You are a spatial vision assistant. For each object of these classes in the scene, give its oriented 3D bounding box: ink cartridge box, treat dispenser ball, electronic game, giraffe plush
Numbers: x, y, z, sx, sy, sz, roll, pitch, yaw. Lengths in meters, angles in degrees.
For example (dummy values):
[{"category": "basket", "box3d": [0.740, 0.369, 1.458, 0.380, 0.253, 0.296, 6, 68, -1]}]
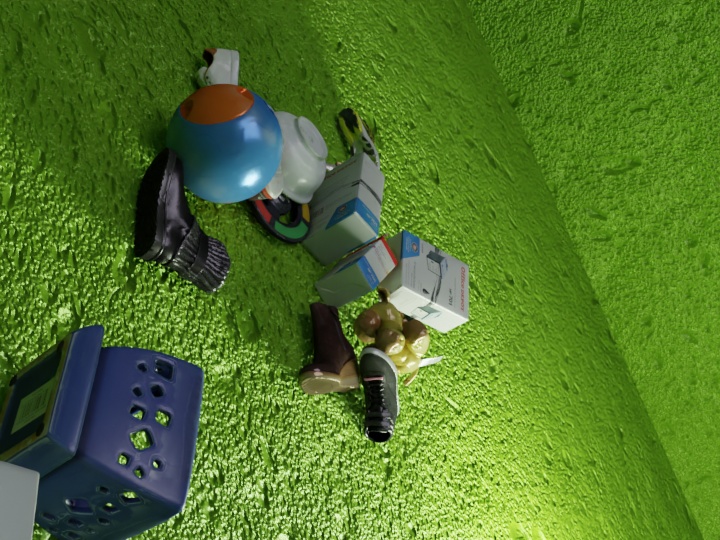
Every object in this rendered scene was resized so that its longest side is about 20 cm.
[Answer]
[{"category": "ink cartridge box", "box3d": [0.139, 0.026, 2.018, 0.198, 0.086, 0.148, 25, 52, -30]}, {"category": "ink cartridge box", "box3d": [-0.034, -0.129, 1.915, 0.086, 0.145, 0.201, 45, 33, -28]}, {"category": "treat dispenser ball", "box3d": [-0.232, -0.217, 1.588, 0.201, 0.199, 0.203, 40, 36, -38]}, {"category": "ink cartridge box", "box3d": [0.000, 0.000, 1.901, 0.068, 0.115, 0.200, 59, 29, -7]}, {"category": "electronic game", "box3d": [-0.164, -0.146, 1.817, 0.200, 0.041, 0.202, 41, 36, -38]}, {"category": "giraffe plush", "box3d": [0.055, 0.128, 1.878, 0.199, 0.173, 0.163, 6, 40, -46]}]

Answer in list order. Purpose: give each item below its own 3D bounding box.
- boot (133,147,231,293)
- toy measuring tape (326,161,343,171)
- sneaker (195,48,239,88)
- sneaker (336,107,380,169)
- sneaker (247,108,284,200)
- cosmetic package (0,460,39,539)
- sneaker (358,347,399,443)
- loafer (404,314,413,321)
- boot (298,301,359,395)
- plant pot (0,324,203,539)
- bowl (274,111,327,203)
[{"category": "boot", "box3d": [-0.284, -0.079, 1.511, 0.157, 0.079, 0.214, 26, 56, -40]}, {"category": "toy measuring tape", "box3d": [-0.059, -0.205, 2.051, 0.198, 0.074, 0.074, 13, 53, -29]}, {"category": "sneaker", "box3d": [-0.278, -0.335, 1.772, 0.084, 0.073, 0.203, 7, 64, -23]}, {"category": "sneaker", "box3d": [0.013, -0.295, 2.210, 0.084, 0.074, 0.202, 5, 63, -59]}, {"category": "sneaker", "box3d": [-0.192, -0.220, 1.723, 0.077, 0.081, 0.202, 43, 39, -52]}, {"category": "cosmetic package", "box3d": [-0.430, 0.269, 0.849, 0.167, 0.199, 0.168, 33, 41, -43]}, {"category": "sneaker", "box3d": [0.034, 0.244, 1.757, 0.100, 0.070, 0.202, -76, 159, -50]}, {"category": "loafer", "box3d": [0.087, 0.032, 2.089, 0.070, 0.068, 0.203, 4, 67, -35]}, {"category": "boot", "box3d": [-0.075, 0.141, 1.714, 0.199, 0.072, 0.168, 19, 50, -62]}, {"category": "plant pot", "box3d": [-0.322, 0.195, 1.107, 0.179, 0.199, 0.202, 36, 39, -33]}, {"category": "bowl", "box3d": [-0.127, -0.242, 1.844, 0.201, 0.090, 0.202, 48, 23, -28]}]
